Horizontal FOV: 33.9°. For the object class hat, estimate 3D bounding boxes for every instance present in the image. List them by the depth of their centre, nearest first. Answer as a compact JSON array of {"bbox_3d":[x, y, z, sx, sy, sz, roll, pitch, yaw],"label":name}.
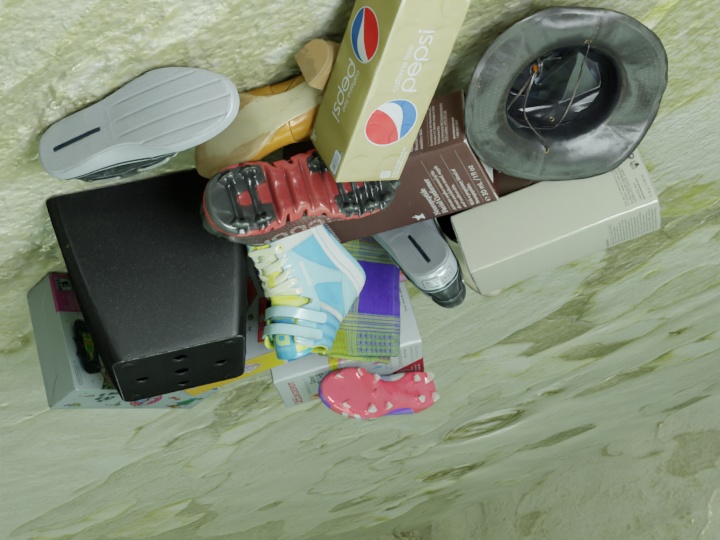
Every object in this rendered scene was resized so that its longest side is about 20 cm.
[{"bbox_3d":[0.186,-0.178,1.125,0.199,0.081,0.202,-7,126,-9],"label":"hat"}]

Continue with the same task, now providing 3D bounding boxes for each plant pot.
[{"bbox_3d":[-0.205,0.025,1.247,0.198,0.179,0.200,-12,158,-11],"label":"plant pot"}]

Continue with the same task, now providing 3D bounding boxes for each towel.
[{"bbox_3d":[0.000,0.000,1.327,0.023,0.202,0.143,-4,170,40],"label":"towel"}]

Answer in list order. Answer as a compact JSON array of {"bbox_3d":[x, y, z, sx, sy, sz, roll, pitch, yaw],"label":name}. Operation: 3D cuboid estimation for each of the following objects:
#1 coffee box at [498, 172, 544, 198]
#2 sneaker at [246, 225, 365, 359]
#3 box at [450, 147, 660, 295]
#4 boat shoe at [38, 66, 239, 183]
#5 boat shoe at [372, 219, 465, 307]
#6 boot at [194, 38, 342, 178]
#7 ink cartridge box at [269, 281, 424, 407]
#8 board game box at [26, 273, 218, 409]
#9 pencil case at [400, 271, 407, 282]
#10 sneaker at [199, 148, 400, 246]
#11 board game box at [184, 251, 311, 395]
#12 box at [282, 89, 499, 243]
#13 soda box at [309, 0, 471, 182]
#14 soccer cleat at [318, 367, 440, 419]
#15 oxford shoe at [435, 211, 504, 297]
[{"bbox_3d":[0.211,-0.120,1.277,0.079,0.115,0.199,-31,154,34],"label":"coffee box"},{"bbox_3d":[-0.078,0.011,1.175,0.079,0.131,0.200,-6,144,43],"label":"sneaker"},{"bbox_3d":[0.198,-0.048,1.192,0.199,0.069,0.082,-20,157,7],"label":"box"},{"bbox_3d":[-0.189,-0.127,1.045,0.198,0.073,0.071,-13,171,21],"label":"boat shoe"},{"bbox_3d":[0.053,-0.029,1.253,0.072,0.201,0.071,-26,130,2],"label":"boat shoe"},{"bbox_3d":[-0.046,-0.137,1.104,0.201,0.071,0.143,-34,152,31],"label":"boot"},{"bbox_3d":[-0.030,0.075,1.547,0.198,0.146,0.145,-15,160,-1],"label":"ink cartridge box"},{"bbox_3d":[-0.278,0.086,1.390,0.199,0.149,0.064,6,148,-46],"label":"board game box"},{"bbox_3d":[0.112,-0.050,1.426,0.198,0.088,0.087,-19,159,7],"label":"pencil case"},{"bbox_3d":[-0.062,-0.068,1.096,0.199,0.071,0.098,-12,174,-27],"label":"sneaker"},{"bbox_3d":[-0.127,0.042,1.377,0.199,0.154,0.040,-19,153,11],"label":"board game box"},{"bbox_3d":[0.029,-0.099,1.186,0.198,0.075,0.100,-14,142,21],"label":"box"},{"bbox_3d":[0.024,-0.171,0.989,0.067,0.064,0.201,-5,137,-29],"label":"soda box"},{"bbox_3d":[0.016,0.162,1.509,0.199,0.067,0.076,1,157,-43],"label":"soccer cleat"},{"bbox_3d":[0.117,-0.035,1.342,0.070,0.074,0.200,-29,122,9],"label":"oxford shoe"}]
